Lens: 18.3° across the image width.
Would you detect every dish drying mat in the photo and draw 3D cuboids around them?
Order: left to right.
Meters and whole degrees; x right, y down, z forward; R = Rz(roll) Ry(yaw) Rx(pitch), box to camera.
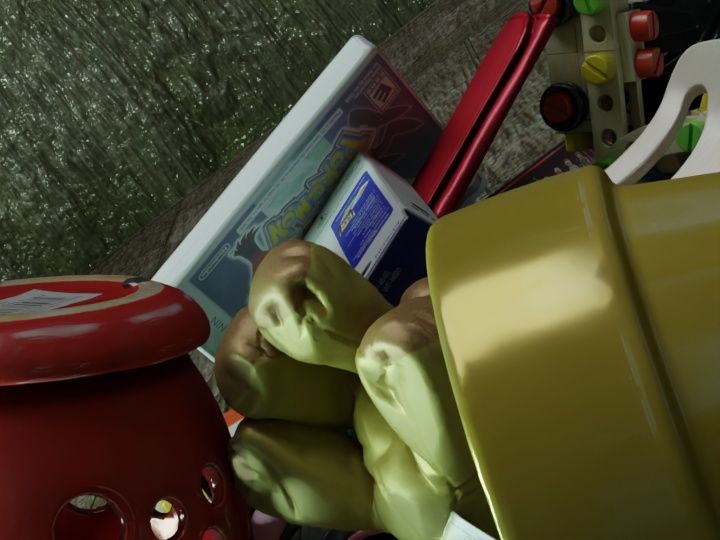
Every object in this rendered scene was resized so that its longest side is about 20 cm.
[{"bbox_3d":[0.050,-0.061,1.289,0.200,0.018,0.077,-61,14,-4],"label":"dish drying mat"}]

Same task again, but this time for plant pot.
[{"bbox_3d":[-0.154,0.102,1.120,0.200,0.183,0.200,-3,9,0],"label":"plant pot"},{"bbox_3d":[0.144,0.045,0.770,0.188,0.201,0.201,-20,14,11],"label":"plant pot"}]

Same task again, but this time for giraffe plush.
[{"bbox_3d":[0.050,0.052,1.084,0.162,0.200,0.173,-41,-16,-42],"label":"giraffe plush"}]

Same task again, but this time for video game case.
[{"bbox_3d":[-0.022,-0.020,1.343,0.023,0.182,0.200,36,86,35],"label":"video game case"}]

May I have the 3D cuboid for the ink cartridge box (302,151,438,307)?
[{"bbox_3d":[0.000,0.000,1.220,0.100,0.039,0.200,-56,12,8],"label":"ink cartridge box"}]

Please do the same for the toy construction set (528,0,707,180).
[{"bbox_3d":[0.173,-0.128,1.317,0.131,0.201,0.092,-2,-4,31],"label":"toy construction set"}]

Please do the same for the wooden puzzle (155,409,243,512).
[{"bbox_3d":[-0.076,0.120,1.563,0.200,0.037,0.185,-37,11,10],"label":"wooden puzzle"}]

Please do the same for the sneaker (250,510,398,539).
[{"bbox_3d":[0.039,0.114,1.166,0.200,0.079,0.095,-41,33,-10],"label":"sneaker"}]

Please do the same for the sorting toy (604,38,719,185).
[{"bbox_3d":[0.170,-0.039,1.027,0.200,0.107,0.180,-44,38,-10],"label":"sorting toy"}]

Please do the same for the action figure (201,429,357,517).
[{"bbox_3d":[0.013,0.088,1.230,0.200,0.118,0.055,-38,33,-6],"label":"action figure"}]

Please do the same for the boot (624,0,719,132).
[{"bbox_3d":[0.231,-0.129,1.448,0.197,0.074,0.163,-6,-14,1],"label":"boot"}]

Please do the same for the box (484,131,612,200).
[{"bbox_3d":[0.079,-0.007,1.398,0.200,0.040,0.137,-36,-12,-41],"label":"box"}]
